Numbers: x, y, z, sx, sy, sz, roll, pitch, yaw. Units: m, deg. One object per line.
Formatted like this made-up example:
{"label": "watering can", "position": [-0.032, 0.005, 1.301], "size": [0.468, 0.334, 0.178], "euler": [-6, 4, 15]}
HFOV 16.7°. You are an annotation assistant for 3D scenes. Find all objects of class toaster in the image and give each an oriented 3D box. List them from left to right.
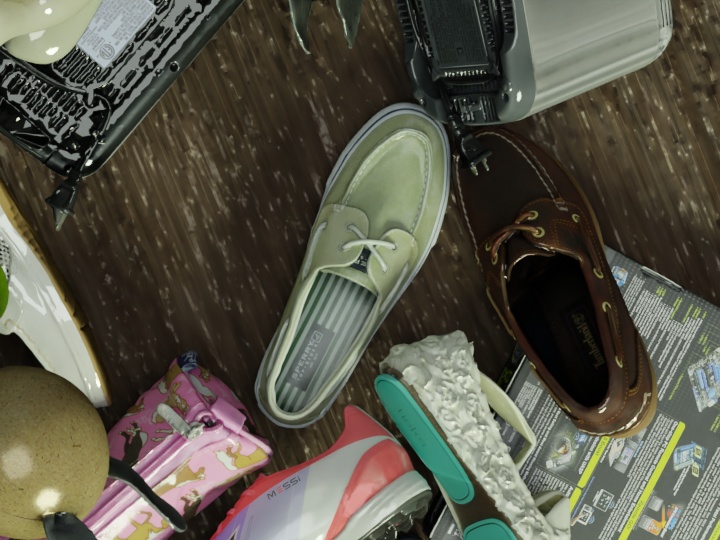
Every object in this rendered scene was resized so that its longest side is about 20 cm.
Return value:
{"label": "toaster", "position": [-0.168, -0.158, 1.341], "size": [0.181, 0.119, 0.200], "euler": [41, 89, -6]}
{"label": "toaster", "position": [0.092, -0.166, 1.352], "size": [0.128, 0.113, 0.202], "euler": [-20, 101, -31]}

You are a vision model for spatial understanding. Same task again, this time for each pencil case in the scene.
{"label": "pencil case", "position": [-0.145, 0.137, 1.373], "size": [0.200, 0.083, 0.087], "euler": [-41, 134, 0]}

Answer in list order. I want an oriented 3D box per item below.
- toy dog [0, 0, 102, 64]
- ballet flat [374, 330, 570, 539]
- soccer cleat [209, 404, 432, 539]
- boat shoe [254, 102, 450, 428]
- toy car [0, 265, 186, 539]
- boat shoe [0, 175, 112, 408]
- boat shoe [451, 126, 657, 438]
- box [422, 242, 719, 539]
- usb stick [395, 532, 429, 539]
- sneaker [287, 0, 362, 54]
{"label": "toy dog", "position": [-0.153, -0.192, 1.181], "size": [0.194, 0.200, 0.140], "euler": [-40, 96, -2]}
{"label": "ballet flat", "position": [0.081, 0.122, 1.366], "size": [0.071, 0.072, 0.201], "euler": [-29, 95, -3]}
{"label": "soccer cleat", "position": [-0.056, 0.158, 1.370], "size": [0.199, 0.068, 0.073], "euler": [-36, 75, 3]}
{"label": "boat shoe", "position": [0.000, 0.000, 1.394], "size": [0.072, 0.062, 0.201], "euler": [23, 90, -6]}
{"label": "toy car", "position": [-0.191, 0.105, 1.272], "size": [0.199, 0.164, 0.158], "euler": [30, 119, 4]}
{"label": "boat shoe", "position": [-0.209, 0.000, 1.368], "size": [0.069, 0.071, 0.201], "euler": [-31, 98, -3]}
{"label": "boat shoe", "position": [0.104, 0.000, 1.363], "size": [0.070, 0.070, 0.201], "euler": [-36, 66, 16]}
{"label": "box", "position": [0.150, 0.103, 1.424], "size": [0.159, 0.044, 0.201], "euler": [27, 91, -7]}
{"label": "usb stick", "position": [-0.053, 0.191, 1.416], "size": [0.198, 0.033, 0.056], "euler": [-8, 93, -5]}
{"label": "sneaker", "position": [-0.019, -0.232, 1.378], "size": [0.059, 0.104, 0.201], "euler": [-4, 58, 19]}
